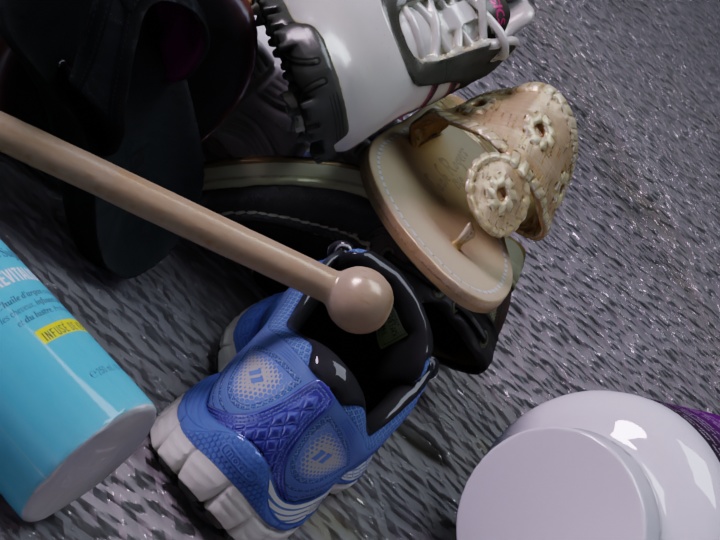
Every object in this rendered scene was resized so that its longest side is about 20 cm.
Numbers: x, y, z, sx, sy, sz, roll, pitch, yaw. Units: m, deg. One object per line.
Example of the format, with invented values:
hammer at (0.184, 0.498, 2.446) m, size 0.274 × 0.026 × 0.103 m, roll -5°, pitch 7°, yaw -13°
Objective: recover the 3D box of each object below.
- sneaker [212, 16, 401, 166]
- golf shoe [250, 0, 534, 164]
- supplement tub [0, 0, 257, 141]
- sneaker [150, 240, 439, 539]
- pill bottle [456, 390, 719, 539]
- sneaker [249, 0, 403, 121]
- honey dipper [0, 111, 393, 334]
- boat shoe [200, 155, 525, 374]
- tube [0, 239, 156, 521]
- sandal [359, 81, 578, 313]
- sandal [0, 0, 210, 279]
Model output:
sneaker at (-0.040, -0.078, 1.133) m, size 0.200 × 0.074 × 0.087 m, roll 41°, pitch 13°, yaw -31°
golf shoe at (0.012, -0.095, 1.001) m, size 0.200 × 0.088 × 0.077 m, roll -46°, pitch 117°, yaw -75°
supplement tub at (-0.117, -0.135, 0.991) m, size 0.107 × 0.107 × 0.200 m, roll 33°, pitch 22°, yaw -45°
sneaker at (-0.005, 0.036, 0.928) m, size 0.079 × 0.089 × 0.200 m, roll 49°, pitch 16°, yaw -5°
pill bottle at (0.113, 0.108, 1.038) m, size 0.113 × 0.112 × 0.200 m, roll 56°, pitch 17°, yaw 22°
sneaker at (-0.031, -0.118, 1.237) m, size 0.200 × 0.075 × 0.090 m, roll 56°, pitch 22°, yaw 18°
honey dipper at (-0.080, -0.030, 0.839) m, size 0.200 × 0.038 × 0.038 m, roll 24°, pitch 19°, yaw -4°
boat shoe at (0.000, 0.000, 1.061) m, size 0.200 × 0.073 × 0.065 m, roll 16°, pitch 71°, yaw -45°
tube at (-0.143, -0.015, 0.767) m, size 0.200 × 0.050 × 0.077 m, roll 48°, pitch 8°, yaw 12°
sandal at (0.054, -0.051, 1.037) m, size 0.078 × 0.070 × 0.212 m, roll 43°, pitch 15°, yaw -6°
sandal at (-0.076, -0.072, 0.868) m, size 0.048 × 0.075 × 0.201 m, roll 26°, pitch -30°, yaw 27°
